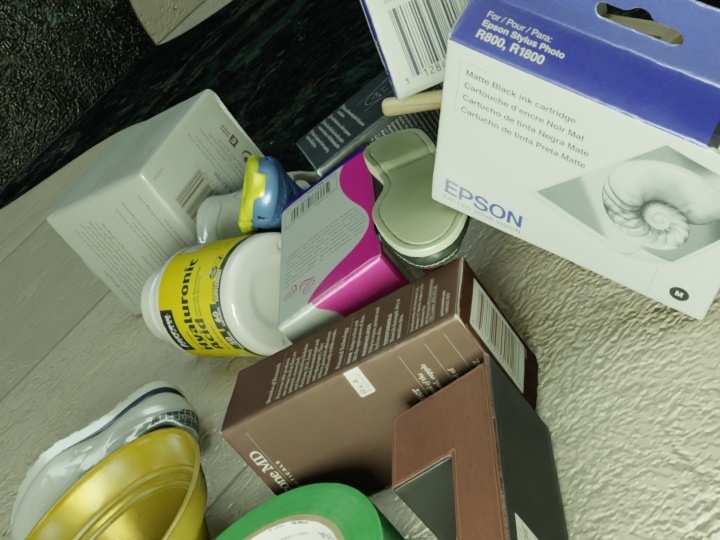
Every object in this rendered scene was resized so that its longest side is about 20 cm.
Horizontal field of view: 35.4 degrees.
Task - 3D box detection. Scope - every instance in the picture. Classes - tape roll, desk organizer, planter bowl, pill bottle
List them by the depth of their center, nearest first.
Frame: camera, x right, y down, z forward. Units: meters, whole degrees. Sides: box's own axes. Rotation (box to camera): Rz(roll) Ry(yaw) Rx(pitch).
[{"bbox_3d":[0.066,0.145,0.625,0.077,0.072,0.201,-33,24,19],"label":"desk organizer"},{"bbox_3d":[-0.054,0.224,0.690,0.199,0.048,0.201,-33,24,16],"label":"tape roll"},{"bbox_3d":[-0.170,0.219,0.828,0.199,0.084,0.201,-33,24,16],"label":"planter bowl"},{"bbox_3d":[-0.130,0.027,1.080,0.199,0.112,0.112,-7,39,53],"label":"pill bottle"}]

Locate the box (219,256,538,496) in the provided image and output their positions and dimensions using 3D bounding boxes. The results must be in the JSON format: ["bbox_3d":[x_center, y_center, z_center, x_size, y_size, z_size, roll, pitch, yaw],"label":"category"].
[{"bbox_3d":[0.012,0.085,0.775,0.199,0.100,0.075,-28,25,26],"label":"box"}]

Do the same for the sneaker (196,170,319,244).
[{"bbox_3d":[-0.107,-0.066,1.224,0.099,0.076,0.200,-16,17,32],"label":"sneaker"}]

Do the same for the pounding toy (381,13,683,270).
[{"bbox_3d":[0.149,-0.118,0.881,0.184,0.143,0.200,-40,23,-2],"label":"pounding toy"}]

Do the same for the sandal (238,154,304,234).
[{"bbox_3d":[-0.064,-0.059,1.094,0.200,0.086,0.081,45,-126,-78],"label":"sandal"}]

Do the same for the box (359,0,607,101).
[{"bbox_3d":[0.089,-0.245,0.960,0.182,0.106,0.200,-22,20,4],"label":"box"}]

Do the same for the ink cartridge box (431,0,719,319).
[{"bbox_3d":[0.139,-0.077,0.652,0.198,0.201,0.041,25,57,17],"label":"ink cartridge box"}]

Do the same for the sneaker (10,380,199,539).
[{"bbox_3d":[-0.229,0.183,1.004,0.200,0.077,0.080,-43,33,-4],"label":"sneaker"}]

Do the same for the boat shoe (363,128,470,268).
[{"bbox_3d":[0.044,-0.040,0.829,0.074,0.067,0.200,-22,27,-2],"label":"boat shoe"}]

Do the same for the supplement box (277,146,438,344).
[{"bbox_3d":[0.000,0.000,0.933,0.101,0.104,0.201,-34,25,16],"label":"supplement box"}]

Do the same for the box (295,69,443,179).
[{"bbox_3d":[0.052,-0.132,1.091,0.199,0.107,0.149,-39,20,2],"label":"box"}]

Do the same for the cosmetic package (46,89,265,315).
[{"bbox_3d":[-0.225,-0.077,1.339,0.198,0.168,0.167,-16,33,41],"label":"cosmetic package"}]
